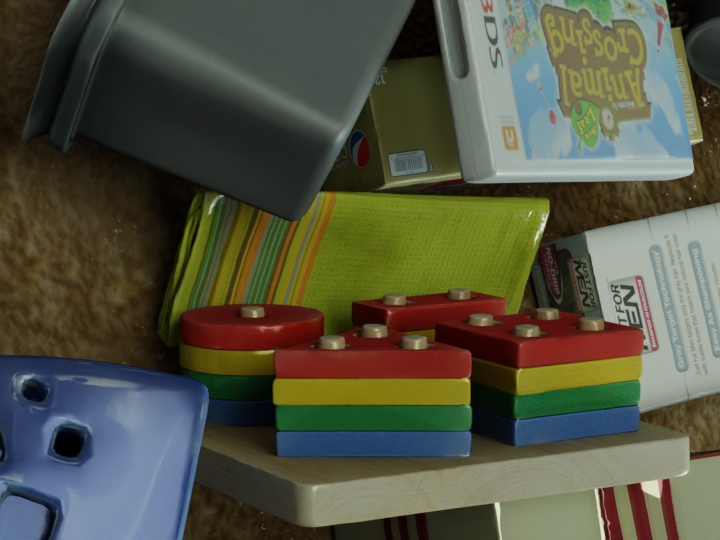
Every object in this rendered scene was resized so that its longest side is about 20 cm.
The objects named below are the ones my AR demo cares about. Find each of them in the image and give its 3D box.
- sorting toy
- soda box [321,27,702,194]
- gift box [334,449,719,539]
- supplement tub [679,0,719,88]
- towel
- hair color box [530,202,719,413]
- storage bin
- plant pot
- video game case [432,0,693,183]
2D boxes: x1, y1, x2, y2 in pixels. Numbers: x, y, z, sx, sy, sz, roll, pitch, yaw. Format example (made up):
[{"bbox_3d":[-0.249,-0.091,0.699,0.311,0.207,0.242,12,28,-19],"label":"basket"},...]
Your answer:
[{"bbox_3d":[0.014,0.053,1.091,0.199,0.200,0.070,-5,99,-29],"label":"sorting toy"},{"bbox_3d":[0.076,-0.080,1.229,0.200,0.068,0.064,-8,86,-29],"label":"soda box"},{"bbox_3d":[0.101,0.189,1.131,0.184,0.200,0.187,-7,87,-24],"label":"gift box"},{"bbox_3d":[0.232,-0.194,1.296,0.107,0.107,0.200,30,60,-22],"label":"supplement tub"},{"bbox_3d":[0.000,0.000,1.176,0.200,0.018,0.086,1,122,-29],"label":"towel"},{"bbox_3d":[0.195,0.014,1.285,0.200,0.061,0.099,-12,88,-31],"label":"hair color box"},{"bbox_3d":[-0.052,-0.119,1.105,0.134,0.146,0.200,28,56,-2],"label":"storage bin"},{"bbox_3d":[-0.189,0.130,0.982,0.180,0.200,0.200,17,74,-18],"label":"plant pot"},{"bbox_3d":[0.095,-0.133,1.149,0.200,0.022,0.182,-4,84,-55],"label":"video game case"}]
